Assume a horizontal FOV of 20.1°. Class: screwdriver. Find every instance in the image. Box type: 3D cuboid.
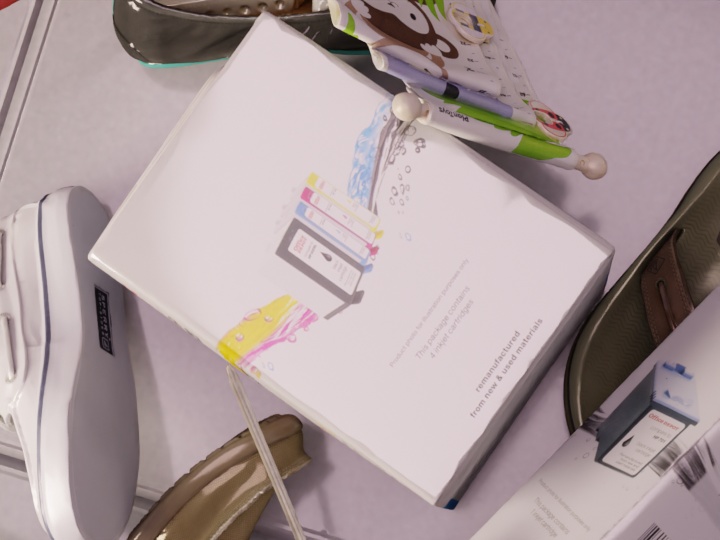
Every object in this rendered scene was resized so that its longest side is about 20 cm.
[{"bbox_3d":[-0.027,0.125,0.972,0.029,0.028,0.200,0,125,23],"label":"screwdriver"}]

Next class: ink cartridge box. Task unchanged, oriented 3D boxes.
[{"bbox_3d":[0.171,0.119,0.951,0.200,0.086,0.146,-46,116,-3],"label":"ink cartridge box"},{"bbox_3d":[0.000,0.000,0.982,0.200,0.147,0.145,35,88,9],"label":"ink cartridge box"}]

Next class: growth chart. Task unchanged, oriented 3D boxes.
[{"bbox_3d":[0.028,-0.128,0.969,0.018,0.144,0.200,-49,48,33],"label":"growth chart"}]

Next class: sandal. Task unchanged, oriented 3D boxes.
[{"bbox_3d":[0.166,0.017,1.000,0.080,0.057,0.201,30,85,-10],"label":"sandal"}]

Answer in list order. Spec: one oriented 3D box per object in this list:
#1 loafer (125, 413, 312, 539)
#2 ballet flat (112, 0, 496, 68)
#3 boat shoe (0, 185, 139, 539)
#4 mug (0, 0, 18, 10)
[{"bbox_3d":[-0.090,0.153,1.012,0.067,0.076,0.200,45,101,3],"label":"loafer"},{"bbox_3d":[-0.031,-0.144,1.035,0.199,0.069,0.068,-7,46,4],"label":"ballet flat"},{"bbox_3d":[-0.155,0.054,1.018,0.065,0.074,0.201,-18,54,18],"label":"boat shoe"},{"bbox_3d":[-0.190,-0.204,1.043,0.199,0.133,0.178,-1,91,1],"label":"mug"}]
